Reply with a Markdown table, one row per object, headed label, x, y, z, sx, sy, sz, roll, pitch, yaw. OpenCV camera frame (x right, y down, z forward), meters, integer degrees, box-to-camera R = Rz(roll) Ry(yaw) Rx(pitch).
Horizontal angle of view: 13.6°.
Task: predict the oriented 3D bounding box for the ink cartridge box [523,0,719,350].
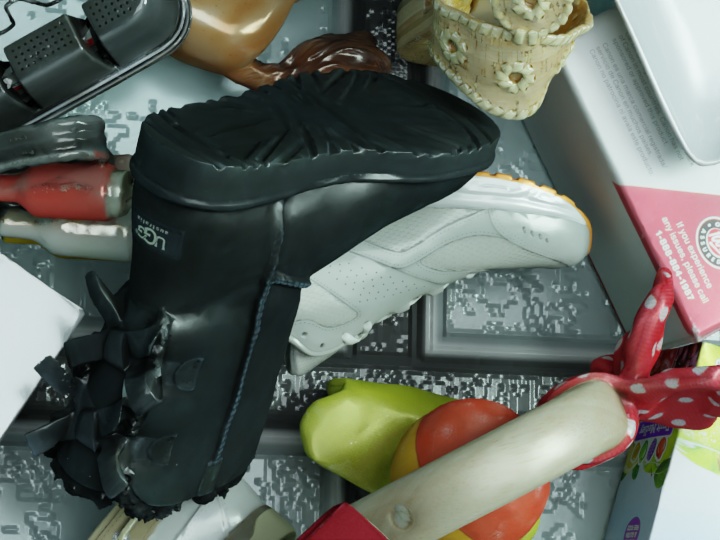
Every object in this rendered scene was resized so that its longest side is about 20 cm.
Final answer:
| label | x | y | z | sx | sy | sz | roll | pitch | yaw |
| --- | --- | --- | --- | --- | --- | --- | --- | --- | --- |
| ink cartridge box | 0.187 | -0.071 | 1.338 | 0.199 | 0.083 | 0.146 | -26 | 88 | -15 |

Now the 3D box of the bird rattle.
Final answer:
| label | x | y | z | sx | sy | sz | roll | pitch | yaw |
| --- | --- | --- | --- | --- | --- | --- | --- | --- | --- |
| bird rattle | 0.064 | 0.082 | 1.232 | 0.163 | 0.199 | 0.113 | -26 | 96 | -57 |

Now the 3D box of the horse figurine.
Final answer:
| label | x | y | z | sx | sy | sz | roll | pitch | yaw |
| --- | --- | --- | --- | --- | --- | --- | --- | --- | --- |
| horse figurine | -0.072 | -0.142 | 1.302 | 0.200 | 0.050 | 0.133 | 45 | 67 | -2 |

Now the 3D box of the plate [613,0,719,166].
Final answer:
| label | x | y | z | sx | sy | sz | roll | pitch | yaw |
| --- | --- | --- | --- | --- | --- | --- | --- | --- | --- |
| plate | 0.179 | -0.174 | 1.279 | 0.199 | 0.032 | 0.200 | -28 | 93 | -9 |

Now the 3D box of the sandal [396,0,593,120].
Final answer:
| label | x | y | z | sx | sy | sz | roll | pitch | yaw |
| --- | --- | --- | --- | --- | --- | --- | --- | --- | --- |
| sandal | 0.062 | -0.094 | 1.237 | 0.077 | 0.212 | 0.070 | 2 | 80 | -13 |

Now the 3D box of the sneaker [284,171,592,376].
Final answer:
| label | x | y | z | sx | sy | sz | roll | pitch | yaw |
| --- | --- | --- | --- | --- | --- | --- | --- | --- | --- |
| sneaker | 0.000 | 0.000 | 1.295 | 0.199 | 0.076 | 0.093 | 2 | 89 | -6 |

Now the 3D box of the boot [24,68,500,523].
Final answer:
| label | x | y | z | sx | sy | sz | roll | pitch | yaw |
| --- | --- | --- | --- | --- | --- | --- | --- | --- | --- |
| boot | -0.038 | 0.010 | 1.209 | 0.198 | 0.073 | 0.163 | -13 | 128 | -47 |

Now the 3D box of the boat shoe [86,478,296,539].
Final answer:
| label | x | y | z | sx | sy | sz | roll | pitch | yaw |
| --- | --- | --- | --- | --- | --- | --- | --- | --- | --- |
| boat shoe | -0.119 | 0.155 | 1.243 | 0.068 | 0.075 | 0.200 | 44 | 74 | 12 |

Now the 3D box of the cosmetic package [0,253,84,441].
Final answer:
| label | x | y | z | sx | sy | sz | roll | pitch | yaw |
| --- | --- | --- | --- | --- | --- | --- | --- | --- | --- |
| cosmetic package | -0.191 | 0.090 | 1.223 | 0.051 | 0.083 | 0.200 | 35 | 75 | -7 |

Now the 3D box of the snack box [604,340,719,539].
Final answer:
| label | x | y | z | sx | sy | sz | roll | pitch | yaw |
| --- | --- | --- | --- | --- | --- | --- | --- | --- | --- |
| snack box | 0.187 | 0.152 | 1.317 | 0.168 | 0.068 | 0.201 | 18 | 80 | -12 |

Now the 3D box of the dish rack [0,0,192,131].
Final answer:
| label | x | y | z | sx | sy | sz | roll | pitch | yaw |
| --- | --- | --- | --- | --- | --- | --- | --- | --- | --- |
| dish rack | -0.179 | -0.152 | 1.254 | 0.153 | 0.055 | 0.201 | -28 | 84 | 4 |

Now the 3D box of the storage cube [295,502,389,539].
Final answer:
| label | x | y | z | sx | sy | sz | roll | pitch | yaw |
| --- | --- | --- | --- | --- | --- | --- | --- | --- | --- |
| storage cube | -0.027 | 0.229 | 1.164 | 0.200 | 0.171 | 0.180 | 45 | 58 | 5 |

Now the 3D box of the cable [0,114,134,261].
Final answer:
| label | x | y | z | sx | sy | sz | roll | pitch | yaw |
| --- | --- | --- | --- | --- | --- | --- | --- | --- | --- |
| cable | -0.168 | -0.024 | 1.214 | 0.199 | 0.097 | 0.051 | -6 | 73 | 3 |
